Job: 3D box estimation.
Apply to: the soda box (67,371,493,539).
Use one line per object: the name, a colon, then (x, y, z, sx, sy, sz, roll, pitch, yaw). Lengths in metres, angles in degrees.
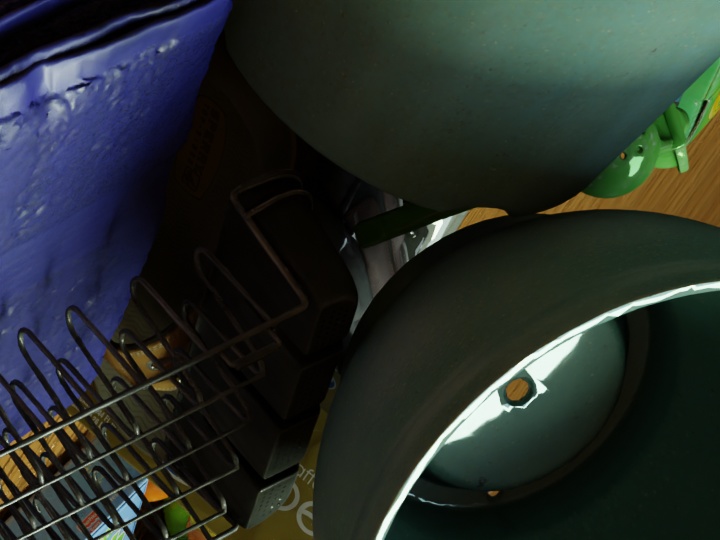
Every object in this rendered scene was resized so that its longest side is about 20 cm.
soda box: (-0.023, 0.077, 0.860, 0.068, 0.200, 0.064, -55, 168, 10)

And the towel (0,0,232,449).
towel: (-0.118, -0.007, 0.653, 0.148, 0.050, 0.200, -33, 158, -39)

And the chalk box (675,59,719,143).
chalk box: (0.142, -0.152, 1.015, 0.200, 0.125, 0.124, -46, 165, -26)

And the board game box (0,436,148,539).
board game box: (-0.167, 0.179, 0.996, 0.151, 0.037, 0.200, -44, 166, -35)

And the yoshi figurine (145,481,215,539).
yoshi figurine: (-0.075, 0.174, 1.054, 0.112, 0.112, 0.200, -76, 164, -50)

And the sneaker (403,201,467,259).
sneaker: (0.012, -0.028, 1.000, 0.200, 0.074, 0.079, -58, 171, -5)

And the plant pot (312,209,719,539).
plant pot: (0.069, 0.062, 0.708, 0.200, 0.134, 0.200, -10, 120, -18)

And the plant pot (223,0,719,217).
plant pot: (0.058, -0.131, 0.648, 0.200, 0.200, 0.196, -40, 171, -46)

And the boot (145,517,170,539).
boot: (-0.062, 0.152, 1.238, 0.146, 0.070, 0.200, -59, 167, 16)

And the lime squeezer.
lime squeezer: (0.088, -0.040, 0.781, 0.200, 0.038, 0.071, -22, 165, -48)

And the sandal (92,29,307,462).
sandal: (-0.067, 0.001, 0.764, 0.055, 0.082, 0.200, -44, 164, -39)

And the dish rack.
dish rack: (-0.093, 0.064, 0.683, 0.200, 0.055, 0.153, -26, 153, -30)

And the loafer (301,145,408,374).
loafer: (0.000, 0.000, 0.874, 0.063, 0.072, 0.200, -51, 162, -14)
